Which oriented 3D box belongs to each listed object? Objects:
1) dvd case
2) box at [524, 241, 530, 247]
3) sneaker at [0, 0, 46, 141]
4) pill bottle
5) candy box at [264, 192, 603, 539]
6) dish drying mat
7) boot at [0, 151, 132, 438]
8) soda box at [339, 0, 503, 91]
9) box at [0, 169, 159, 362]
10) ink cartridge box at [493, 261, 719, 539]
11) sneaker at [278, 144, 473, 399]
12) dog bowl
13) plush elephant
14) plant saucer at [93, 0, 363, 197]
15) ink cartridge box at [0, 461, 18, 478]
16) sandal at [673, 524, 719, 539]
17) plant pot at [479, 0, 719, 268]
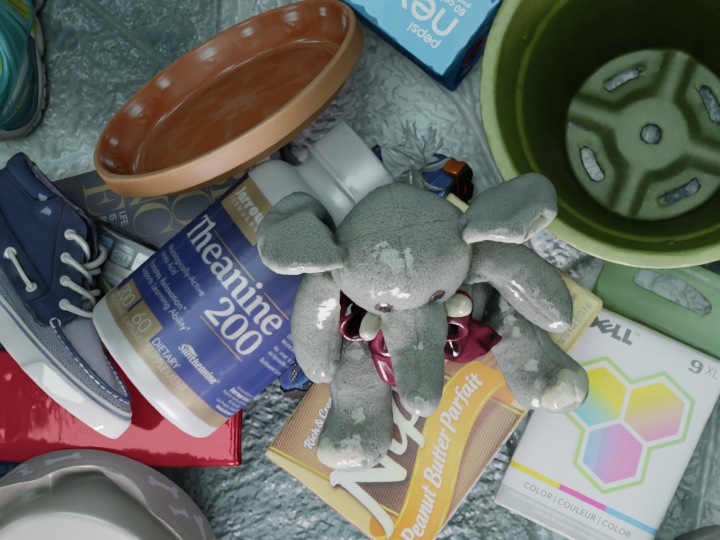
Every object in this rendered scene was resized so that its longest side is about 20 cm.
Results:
[{"bbox_3d":[-0.139,-0.012,0.952,0.199,0.016,0.149,-14,84,10],"label":"dvd case"},{"bbox_3d":[0.050,0.061,0.878,0.049,0.082,0.201,24,92,12],"label":"box"},{"bbox_3d":[-0.273,-0.196,0.954,0.077,0.080,0.201,-11,84,10],"label":"sneaker"},{"bbox_3d":[-0.060,0.002,0.823,0.200,0.111,0.111,-41,81,1],"label":"pill bottle"},{"bbox_3d":[0.046,0.067,0.808,0.115,0.055,0.200,36,95,11],"label":"candy box"},{"bbox_3d":[-0.178,0.094,0.893,0.199,0.018,0.077,1,88,8],"label":"dish drying mat"},{"bbox_3d":[-0.199,0.012,0.863,0.090,0.073,0.200,-45,74,1],"label":"boot"},{"bbox_3d":[0.004,-0.214,0.910,0.200,0.064,0.068,39,95,10],"label":"soda box"},{"bbox_3d":[-0.227,0.033,0.934,0.199,0.049,0.162,26,91,9],"label":"box"},{"bbox_3d":[0.176,0.083,0.863,0.103,0.059,0.201,25,92,11],"label":"ink cartridge box"},{"bbox_3d":[0.000,0.000,0.904,0.078,0.075,0.200,31,87,22],"label":"sneaker"},{"bbox_3d":[-0.185,0.210,0.891,0.199,0.059,0.201,4,117,7],"label":"dog bowl"},{"bbox_3d":[0.030,0.012,0.697,0.164,0.155,0.201,-10,92,10],"label":"plush elephant"},{"bbox_3d":[-0.086,-0.113,0.873,0.200,0.201,0.032,-26,120,9],"label":"plant saucer"},{"bbox_3d":[-0.326,0.211,0.950,0.115,0.068,0.201,8,89,11],"label":"ink cartridge box"},{"bbox_3d":[0.173,0.240,0.853,0.206,0.079,0.059,-39,82,15],"label":"sandal"},{"bbox_3d":[0.180,-0.097,0.805,0.199,0.190,0.201,-1,87,10],"label":"plant pot"}]
